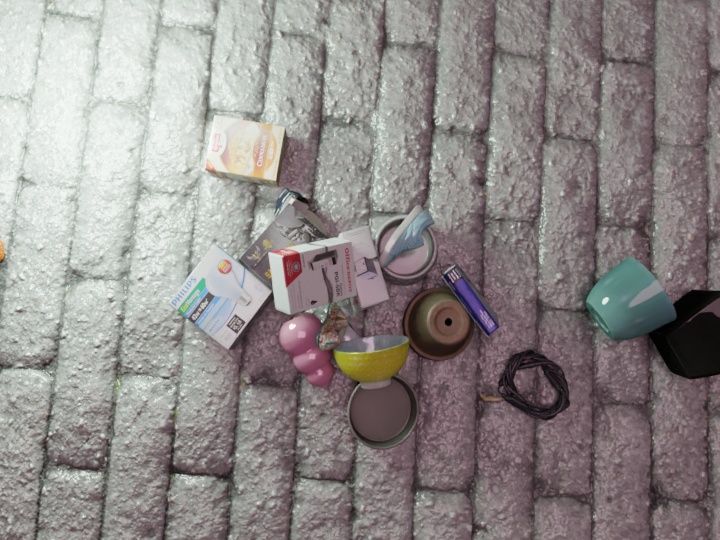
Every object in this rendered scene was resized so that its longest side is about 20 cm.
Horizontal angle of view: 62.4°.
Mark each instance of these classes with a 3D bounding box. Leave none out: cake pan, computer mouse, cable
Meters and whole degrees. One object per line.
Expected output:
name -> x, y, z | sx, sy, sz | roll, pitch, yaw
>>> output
cake pan -> 0.058, 0.371, 1.583 | 0.198, 0.037, 0.203 | 0, 91, -13
computer mouse -> -0.018, 0.222, 1.612 | 0.109, 0.044, 0.201 | -35, 86, -5
cable -> 0.483, 0.314, 1.629 | 0.198, 0.051, 0.164 | 28, 78, 3

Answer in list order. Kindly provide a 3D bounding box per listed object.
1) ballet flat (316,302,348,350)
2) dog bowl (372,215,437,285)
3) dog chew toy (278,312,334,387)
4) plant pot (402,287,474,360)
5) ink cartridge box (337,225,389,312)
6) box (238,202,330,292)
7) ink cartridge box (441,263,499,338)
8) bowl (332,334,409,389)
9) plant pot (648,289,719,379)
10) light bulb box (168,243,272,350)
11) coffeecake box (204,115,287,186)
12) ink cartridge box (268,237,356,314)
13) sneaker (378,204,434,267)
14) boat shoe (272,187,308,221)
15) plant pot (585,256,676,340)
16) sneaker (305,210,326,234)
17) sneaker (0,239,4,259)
ballet flat -> -0.065, 0.146, 1.551 | 0.063, 0.201, 0.076 | 0, 117, 8
dog bowl -> 0.122, -0.061, 1.646 | 0.197, 0.059, 0.203 | 0, 83, -3
dog chew toy -> -0.134, 0.215, 1.574 | 0.123, 0.125, 0.202 | -25, 93, -5
plant pot -> 0.219, 0.139, 1.569 | 0.197, 0.175, 0.203 | 0, 83, -4
ink cartridge box -> 0.000, 0.000, 1.587 | 0.085, 0.146, 0.202 | -17, 85, -11
box -> -0.190, -0.047, 1.526 | 0.158, 0.048, 0.200 | 42, 72, -6
ink cartridge box -> 0.294, 0.073, 1.568 | 0.040, 0.200, 0.200 | -37, 87, 13
bowl -> 0.032, 0.236, 1.506 | 0.197, 0.200, 0.109 | -7, 94, -4
plant pot -> 0.902, 0.184, 1.594 | 0.176, 0.200, 0.201 | -30, 85, 5
light bulb box -> -0.360, 0.072, 1.573 | 0.199, 0.125, 0.199 | 36, 83, 0
coffeecake box -> -0.315, -0.330, 1.650 | 0.197, 0.073, 0.156 | 9, 84, -1
ink cartridge box -> -0.114, 0.010, 1.470 | 0.198, 0.083, 0.149 | -15, 105, -32
sneaker -> 0.125, -0.078, 1.582 | 0.082, 0.074, 0.201 | 37, 84, 5
boat shoe -> -0.214, -0.130, 1.640 | 0.074, 0.093, 0.201 | 22, 107, -36
plant pot -> 0.708, 0.092, 1.594 | 0.160, 0.201, 0.202 | -34, 86, 8
sneaker -> -0.131, -0.068, 1.633 | 0.084, 0.075, 0.202 | -34, 68, 28
sneaker -> -1.013, -0.117, 1.588 | 0.075, 0.078, 0.202 | -23, 85, -6
